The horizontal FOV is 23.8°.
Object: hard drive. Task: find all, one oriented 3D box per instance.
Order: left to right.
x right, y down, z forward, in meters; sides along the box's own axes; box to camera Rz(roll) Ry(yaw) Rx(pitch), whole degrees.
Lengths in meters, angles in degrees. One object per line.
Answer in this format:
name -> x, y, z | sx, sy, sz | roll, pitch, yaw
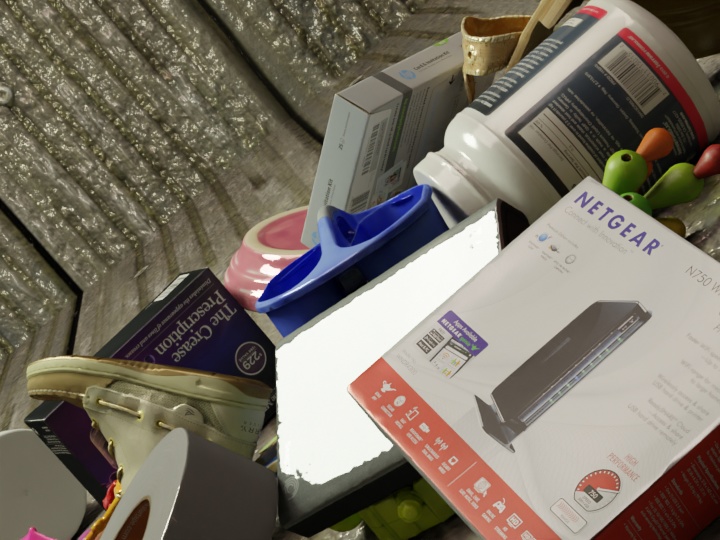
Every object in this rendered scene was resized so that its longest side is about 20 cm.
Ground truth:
hard drive -> 0.025, 0.062, 1.037 | 0.200, 0.033, 0.140 | -34, 44, 34

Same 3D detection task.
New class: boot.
boot -> -0.166, 0.143, 1.240 | 0.200, 0.155, 0.072 | 5, -5, 25

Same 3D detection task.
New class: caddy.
caddy -> 0.000, 0.000, 1.206 | 0.141, 0.105, 0.200 | -31, 7, 7

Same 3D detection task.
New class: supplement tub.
supplement tub -> -0.371, 0.236, 1.709 | 0.200, 0.132, 0.132 | -22, 21, 53
supplement tub -> 0.153, -0.093, 1.266 | 0.200, 0.140, 0.140 | -41, 12, -4

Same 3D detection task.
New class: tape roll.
tape roll -> -0.126, 0.201, 1.061 | 0.200, 0.066, 0.200 | -56, 16, 25

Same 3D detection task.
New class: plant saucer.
plant saucer -> -0.028, -0.018, 1.558 | 0.200, 0.051, 0.201 | -9, 20, 3

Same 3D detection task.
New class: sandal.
sandal -> 0.119, -0.197, 1.422 | 0.078, 0.070, 0.212 | -41, -11, -49

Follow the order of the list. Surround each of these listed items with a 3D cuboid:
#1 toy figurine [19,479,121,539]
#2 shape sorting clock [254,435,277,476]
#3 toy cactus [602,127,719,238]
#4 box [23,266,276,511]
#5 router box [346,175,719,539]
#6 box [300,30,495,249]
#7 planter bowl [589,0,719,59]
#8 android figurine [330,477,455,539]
toy figurine -> -0.196, 0.196, 1.376 | 0.184, 0.150, 0.200 | -50, -9, -1
shape sorting clock -> -0.004, 0.085, 1.255 | 0.200, 0.039, 0.200 | -37, -2, -1
toy cactus -> 0.146, -0.010, 1.114 | 0.200, 0.102, 0.165 | -43, 6, -32
box -> -0.171, 0.115, 1.507 | 0.200, 0.141, 0.079 | -45, 15, -21
router box -> 0.112, 0.060, 0.863 | 0.179, 0.049, 0.200 | -41, 37, -5
box -> 0.038, -0.112, 1.481 | 0.200, 0.041, 0.156 | -32, -33, -43
planter bowl -> 0.263, -0.242, 1.354 | 0.200, 0.084, 0.200 | -11, -18, -3
android figurine -> 0.050, 0.107, 1.099 | 0.182, 0.041, 0.200 | -37, 10, 12
